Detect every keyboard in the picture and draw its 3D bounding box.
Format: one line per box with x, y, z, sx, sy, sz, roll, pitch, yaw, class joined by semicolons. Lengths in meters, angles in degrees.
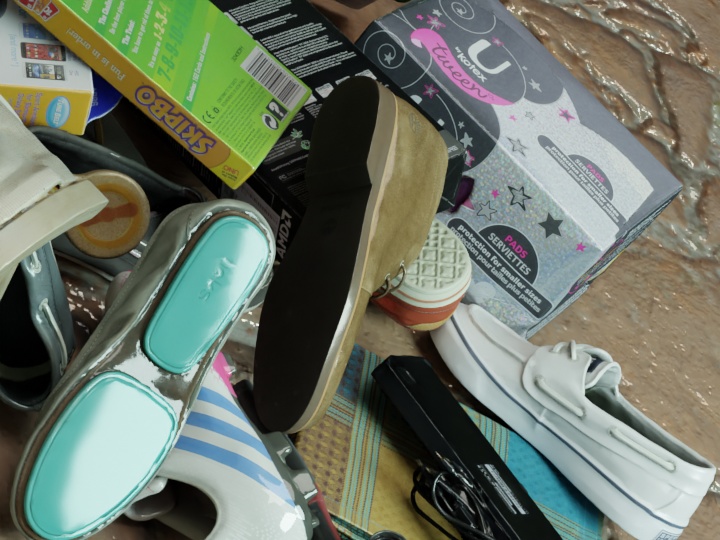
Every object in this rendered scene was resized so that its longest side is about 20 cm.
0.063;0.132;1.402;0.200;0.040;0.104;52;15;19;keyboard

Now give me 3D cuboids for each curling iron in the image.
-0.021;0.119;1.327;0.050;0.026;0.200;-14;36;-25;curling iron

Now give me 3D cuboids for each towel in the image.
0.049;0.127;1.429;0.200;0.022;0.147;30;37;-13;towel

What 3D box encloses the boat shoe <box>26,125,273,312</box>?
-0.121;-0.026;1.395;0.200;0.057;0.067;20;48;-33;boat shoe

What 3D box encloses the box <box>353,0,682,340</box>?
0.078;-0.070;1.584;0.200;0.115;0.132;45;35;7;box

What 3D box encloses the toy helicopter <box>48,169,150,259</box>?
-0.206;-0.046;1.297;0.200;0.132;0.079;20;0;-13;toy helicopter

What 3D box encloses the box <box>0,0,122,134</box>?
-0.227;-0.134;1.385;0.200;0.041;0.119;2;50;-15;box

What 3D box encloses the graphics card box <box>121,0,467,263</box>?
-0.047;-0.093;1.487;0.125;0.051;0.200;-24;53;-33;graphics card box

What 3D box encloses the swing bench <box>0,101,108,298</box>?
-0.259;-0.024;1.152;0.199;0.200;0.130;45;36;7;swing bench

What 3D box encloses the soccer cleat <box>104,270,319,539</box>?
-0.099;0.078;1.305;0.086;0.070;0.200;-25;53;-18;soccer cleat

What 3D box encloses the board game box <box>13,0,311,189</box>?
-0.122;-0.137;1.395;0.200;0.030;0.096;43;36;-8;board game box

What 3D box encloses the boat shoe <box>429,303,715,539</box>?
0.127;0.075;1.492;0.200;0.065;0.074;41;19;20;boat shoe

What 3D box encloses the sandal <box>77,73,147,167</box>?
-0.179;-0.125;1.456;0.082;0.055;0.200;-6;62;-45;sandal

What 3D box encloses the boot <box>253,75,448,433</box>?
0.000;0.000;1.374;0.075;0.074;0.200;29;72;-39;boot

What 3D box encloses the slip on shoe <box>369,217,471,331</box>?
-0.011;-0.036;1.521;0.074;0.061;0.200;-33;61;-26;slip on shoe

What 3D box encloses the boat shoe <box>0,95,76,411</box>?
-0.186;-0.015;1.238;0.073;0.200;0.062;-15;37;1;boat shoe

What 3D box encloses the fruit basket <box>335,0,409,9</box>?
-0.033;-0.225;1.589;0.185;0.200;0.094;19;78;-24;fruit basket

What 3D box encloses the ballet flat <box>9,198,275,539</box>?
-0.113;0.051;1.267;0.067;0.064;0.200;40;76;-25;ballet flat
